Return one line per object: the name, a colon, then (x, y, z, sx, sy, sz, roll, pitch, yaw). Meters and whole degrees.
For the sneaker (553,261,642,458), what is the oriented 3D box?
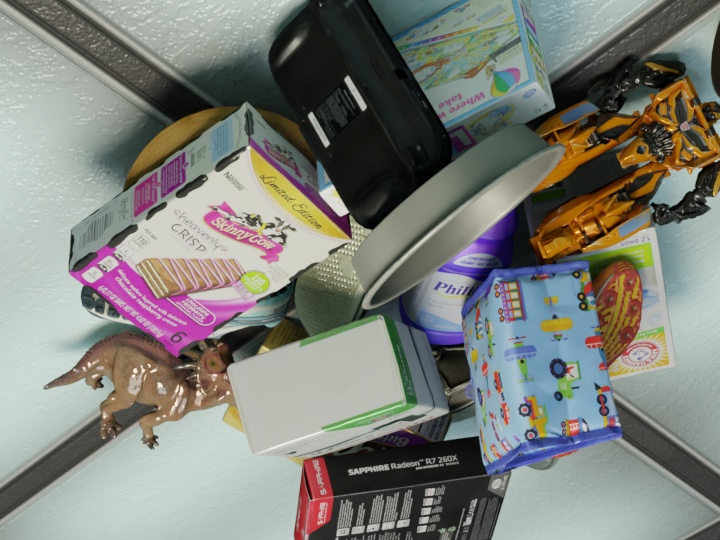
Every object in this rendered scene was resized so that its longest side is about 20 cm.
sneaker: (0.189, 0.072, 1.512, 0.072, 0.077, 0.202, 3, 123, -34)

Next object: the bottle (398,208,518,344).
bottle: (0.098, -0.017, 1.555, 0.083, 0.066, 0.201, 4, 136, -20)

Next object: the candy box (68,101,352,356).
candy box: (-0.124, -0.029, 1.399, 0.199, 0.061, 0.136, -34, 128, 21)

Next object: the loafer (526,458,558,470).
loafer: (0.169, 0.099, 1.620, 0.071, 0.063, 0.202, 10, 129, 32)

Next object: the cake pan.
cake pan: (0.071, -0.045, 1.311, 0.199, 0.037, 0.200, -37, 172, -6)

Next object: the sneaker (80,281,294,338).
sneaker: (-0.159, 0.034, 1.573, 0.197, 0.078, 0.087, -2, 145, -1)

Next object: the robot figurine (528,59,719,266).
robot figurine: (0.220, -0.091, 1.433, 0.199, 0.058, 0.146, -28, 90, 0)

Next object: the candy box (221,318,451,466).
candy box: (-0.024, 0.145, 1.665, 0.199, 0.057, 0.117, 31, 128, -1)

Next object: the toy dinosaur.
toy dinosaur: (-0.197, 0.096, 1.629, 0.198, 0.086, 0.136, 17, 132, -15)

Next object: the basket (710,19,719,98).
basket: (0.401, -0.167, 1.390, 0.198, 0.137, 0.181, 13, 130, -14)

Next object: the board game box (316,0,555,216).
board game box: (0.053, -0.142, 1.369, 0.198, 0.135, 0.034, -25, 134, 20)

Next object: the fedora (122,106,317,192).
fedora: (-0.113, -0.075, 1.458, 0.198, 0.082, 0.202, -4, 132, -4)

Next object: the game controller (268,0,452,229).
game controller: (-0.004, -0.131, 1.331, 0.042, 0.201, 0.104, 4, 138, -47)

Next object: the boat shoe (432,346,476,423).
boat shoe: (0.067, 0.115, 1.688, 0.198, 0.071, 0.064, -25, 135, 21)

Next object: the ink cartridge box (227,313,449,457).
ink cartridge box: (-0.014, 0.106, 1.495, 0.145, 0.084, 0.200, -20, 169, 12)

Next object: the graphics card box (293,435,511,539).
graphics card box: (0.038, 0.221, 1.618, 0.197, 0.051, 0.126, -6, 139, -12)

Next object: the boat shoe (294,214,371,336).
boat shoe: (0.000, 0.000, 1.472, 0.062, 0.075, 0.200, -18, 157, -35)

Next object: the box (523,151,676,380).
box: (0.221, 0.002, 1.563, 0.111, 0.102, 0.201, -12, 137, 7)

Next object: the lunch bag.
lunch bag: (0.132, 0.092, 1.476, 0.093, 0.152, 0.200, -6, 168, -20)
